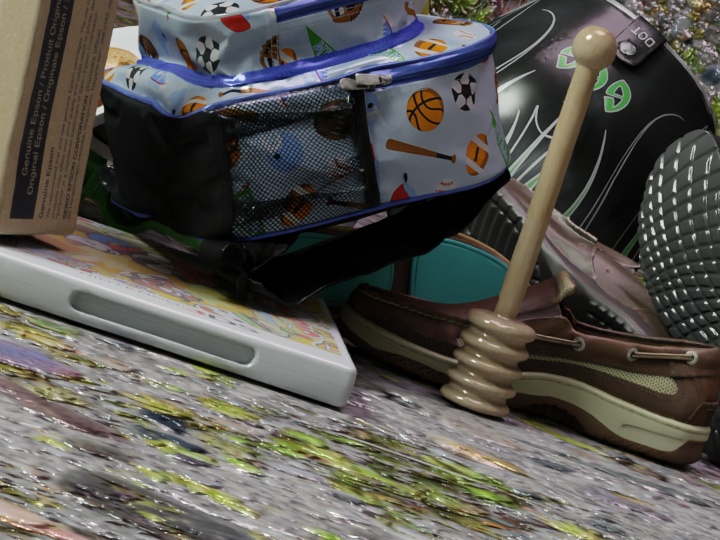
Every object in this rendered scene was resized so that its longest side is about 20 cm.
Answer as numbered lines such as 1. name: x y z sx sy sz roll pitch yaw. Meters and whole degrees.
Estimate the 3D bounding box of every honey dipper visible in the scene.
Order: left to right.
1. honey dipper: 0.088 -0.026 1.475 0.038 0.200 0.038 18 8 -3

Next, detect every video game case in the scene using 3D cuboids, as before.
1. video game case: -0.097 0.010 1.427 0.182 0.023 0.200 19 6 -8

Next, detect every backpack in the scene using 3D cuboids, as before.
1. backpack: -0.024 -0.084 1.498 0.190 0.154 0.200 -6 18 -22

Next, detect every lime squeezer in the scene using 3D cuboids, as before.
1. lime squeezer: -0.133 -0.035 1.692 0.200 0.038 0.071 26 -23 47

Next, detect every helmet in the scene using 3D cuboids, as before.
1. helmet: 0.108 -0.063 1.844 0.200 0.191 0.200 41 -14 13

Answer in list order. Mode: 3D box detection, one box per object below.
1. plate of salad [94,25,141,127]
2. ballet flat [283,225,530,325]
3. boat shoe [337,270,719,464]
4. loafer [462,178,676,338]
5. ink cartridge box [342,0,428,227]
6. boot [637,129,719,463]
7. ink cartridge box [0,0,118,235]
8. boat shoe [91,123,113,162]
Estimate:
1. plate of salad: -0.186 -0.107 1.631 0.200 0.048 0.200 -16 19 6
2. ballet flat: 0.009 0.004 1.612 0.200 0.069 0.063 16 -6 -38
3. boat shoe: 0.092 0.034 1.542 0.202 0.075 0.075 19 7 -4
4. loafer: 0.121 0.014 1.699 0.071 0.073 0.200 -3 39 -41
5. ink cartridge box: -0.023 -0.129 1.825 0.083 0.200 0.145 22 48 18
6. boot: 0.230 0.025 1.650 0.132 0.200 0.070 8 -24 -41
7. ink cartridge box: -0.219 -0.116 1.393 0.200 0.165 0.075 13 7 25
8. boat shoe: -0.115 -0.087 1.679 0.072 0.060 0.200 23 5 -15
